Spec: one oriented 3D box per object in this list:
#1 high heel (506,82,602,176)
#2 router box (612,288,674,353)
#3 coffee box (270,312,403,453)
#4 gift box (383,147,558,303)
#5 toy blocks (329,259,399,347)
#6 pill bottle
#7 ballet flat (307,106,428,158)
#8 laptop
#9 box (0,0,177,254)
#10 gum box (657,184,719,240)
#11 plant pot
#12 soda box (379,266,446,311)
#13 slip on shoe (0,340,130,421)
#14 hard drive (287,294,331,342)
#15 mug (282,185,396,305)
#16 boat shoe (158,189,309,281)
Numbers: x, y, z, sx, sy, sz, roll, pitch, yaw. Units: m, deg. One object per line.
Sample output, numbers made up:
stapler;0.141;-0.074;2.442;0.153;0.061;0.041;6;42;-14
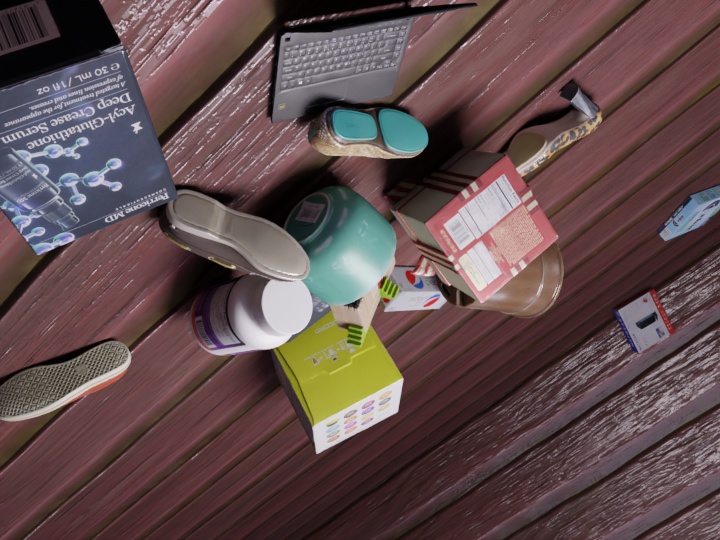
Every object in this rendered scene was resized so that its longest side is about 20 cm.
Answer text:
high heel;0.337;-0.215;1.152;0.142;0.072;0.200;17;118;-50
router box;1.147;0.203;2.677;0.179;0.201;0.049;-29;-175;-6
coffee box;-0.051;0.217;1.347;0.199;0.201;0.198;-25;153;-15
gift box;0.154;-0.074;1.031;0.199;0.185;0.187;-34;-162;-4
toy blocks;0.000;0.000;1.064;0.137;0.099;0.201;73;34;-52
pill bottle;-0.159;0.061;0.960;0.111;0.112;0.199;-8;176;-40
ballet flat;0.008;-0.180;0.877;0.065;0.071;0.199;-15;171;43
laptop;0.006;-0.225;0.730;0.176;0.104;0.201;-19;152;-24
box;-0.269;-0.131;0.586;0.148;0.107;0.200;-25;155;-15
gum box;1.038;-0.182;2.037;0.199;0.045;0.170;-19;151;-28
plant pot;0.272;0.001;1.350;0.197;0.201;0.201;0;141;-38
soda box;0.111;0.037;1.360;0.199;0.068;0.064;2;139;-50
slip on shoe;-0.439;0.169;0.982;0.199;0.074;0.061;-24;157;-27
hard drive;-0.095;0.056;1.202;0.200;0.033;0.139;-37;154;10
mug;-0.054;-0.035;0.948;0.184;0.153;0.114;-33;131;20
boat shoe;-0.161;-0.034;0.850;0.199;0.072;0.059;25;144;-22
